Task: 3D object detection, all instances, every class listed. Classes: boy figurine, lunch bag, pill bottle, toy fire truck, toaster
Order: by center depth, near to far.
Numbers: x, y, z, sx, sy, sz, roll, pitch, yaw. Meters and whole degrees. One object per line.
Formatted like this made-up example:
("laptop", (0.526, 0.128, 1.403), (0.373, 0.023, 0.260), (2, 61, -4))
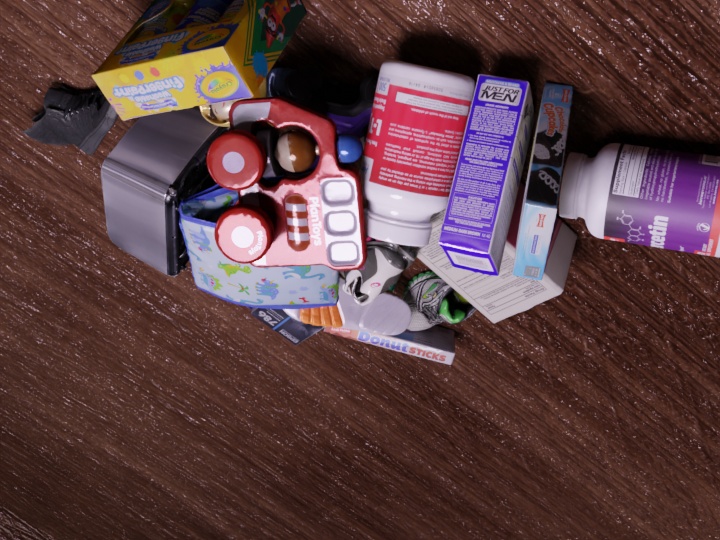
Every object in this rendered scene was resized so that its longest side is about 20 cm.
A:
("toy fire truck", (-0.077, -0.097, 1.126), (0.167, 0.112, 0.201), (-2, 105, 7))
("pill bottle", (0.335, -0.084, 1.136), (0.199, 0.113, 0.113), (10, 140, 18))
("pill bottle", (0.059, -0.135, 1.149), (0.112, 0.112, 0.201), (14, 101, 13))
("boy figurine", (-0.128, -0.220, 1.247), (0.200, 0.064, 0.125), (8, 112, 44))
("lunch bag", (-0.129, -0.036, 1.299), (0.199, 0.128, 0.170), (-5, 143, -3))
("toaster", (-0.254, -0.122, 1.348), (0.118, 0.181, 0.200), (23, 143, 9))

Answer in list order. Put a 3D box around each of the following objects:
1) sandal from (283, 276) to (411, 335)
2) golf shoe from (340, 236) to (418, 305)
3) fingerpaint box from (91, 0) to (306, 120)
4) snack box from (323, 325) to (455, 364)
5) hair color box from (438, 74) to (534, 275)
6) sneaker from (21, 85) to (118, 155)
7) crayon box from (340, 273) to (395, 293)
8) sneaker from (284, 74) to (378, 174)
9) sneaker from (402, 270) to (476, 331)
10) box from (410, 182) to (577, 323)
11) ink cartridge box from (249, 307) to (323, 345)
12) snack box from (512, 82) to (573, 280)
("sandal", (-0.030, 0.049, 1.425), (0.206, 0.080, 0.059), (18, 178, -14))
("golf shoe", (0.000, 0.000, 1.309), (0.077, 0.088, 0.200), (36, 165, -10))
("fingerpaint box", (-0.188, -0.267, 1.160), (0.199, 0.167, 0.073), (-3, 135, 32))
("snack box", (0.045, 0.092, 1.504), (0.199, 0.072, 0.024), (15, 117, -3))
("hair color box", (0.145, -0.106, 1.121), (0.065, 0.201, 0.109), (13, 170, 16))
("sneaker", (-0.405, -0.226, 1.410), (0.104, 0.060, 0.200), (32, 145, -17))
("crayon box", (-0.045, -0.041, 1.434), (0.118, 0.058, 0.200), (-15, 127, 39))
("sneaker", (-0.037, -0.191, 1.254), (0.200, 0.070, 0.100), (-22, 119, 36))
("sneaker", (0.117, 0.042, 1.423), (0.078, 0.085, 0.200), (35, 142, -13))
("box", (0.161, -0.047, 1.275), (0.200, 0.109, 0.128), (40, 139, -19))
("ink cartridge box", (-0.106, 0.064, 1.607), (0.099, 0.039, 0.200), (36, 141, -16))
("snack box", (0.206, -0.102, 1.112), (0.037, 0.201, 0.116), (10, 141, 8))
